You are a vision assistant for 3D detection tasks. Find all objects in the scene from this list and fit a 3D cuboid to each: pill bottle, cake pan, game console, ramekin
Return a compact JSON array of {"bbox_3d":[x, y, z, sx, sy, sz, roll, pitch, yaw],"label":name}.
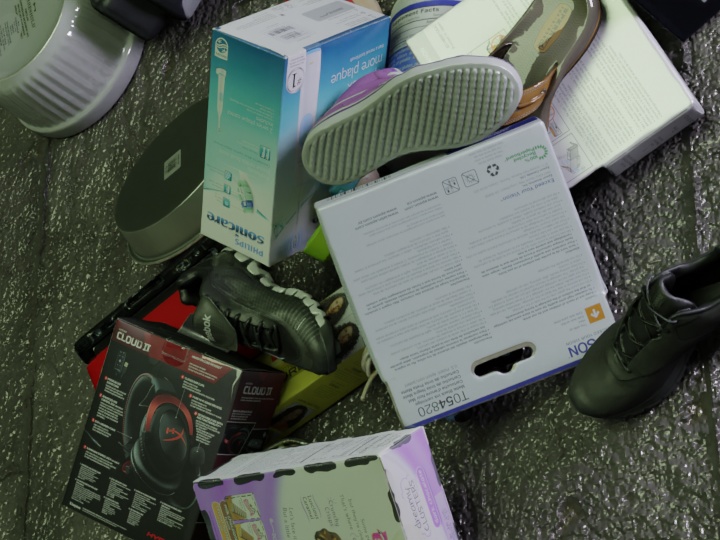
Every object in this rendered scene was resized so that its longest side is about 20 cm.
[{"bbox_3d":[0.078,-0.186,1.684,0.112,0.112,0.201,-13,61,36],"label":"pill bottle"},{"bbox_3d":[-0.170,-0.096,1.860,0.200,0.037,0.201,-35,31,25],"label":"cake pan"},{"bbox_3d":[-0.160,0.053,1.800,0.200,0.172,0.119,-37,92,21],"label":"game console"},{"bbox_3d":[-0.341,-0.256,2.083,0.200,0.105,0.201,-18,59,33],"label":"ramekin"}]

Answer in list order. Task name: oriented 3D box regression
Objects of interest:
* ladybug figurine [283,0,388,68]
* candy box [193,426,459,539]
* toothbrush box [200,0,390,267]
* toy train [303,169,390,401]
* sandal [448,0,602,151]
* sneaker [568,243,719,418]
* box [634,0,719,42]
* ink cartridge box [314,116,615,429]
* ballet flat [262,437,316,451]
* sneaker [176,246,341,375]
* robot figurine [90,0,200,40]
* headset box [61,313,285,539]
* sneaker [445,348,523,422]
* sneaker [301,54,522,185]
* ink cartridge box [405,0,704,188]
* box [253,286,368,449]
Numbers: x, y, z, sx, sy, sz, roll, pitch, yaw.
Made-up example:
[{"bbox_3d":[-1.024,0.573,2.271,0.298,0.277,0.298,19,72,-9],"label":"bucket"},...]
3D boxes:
[{"bbox_3d":[-0.033,-0.209,1.778,0.200,0.072,0.136,-145,58,-62],"label":"ladybug figurine"},{"bbox_3d":[-0.019,0.227,1.537,0.200,0.071,0.168,-12,99,36],"label":"candy box"},{"bbox_3d":[-0.058,-0.125,1.654,0.085,0.146,0.200,26,124,30],"label":"toothbrush box"},{"bbox_3d":[0.000,0.000,1.610,0.200,0.116,0.085,-60,6,-30],"label":"toy train"},{"bbox_3d":[0.131,-0.153,1.548,0.082,0.055,0.200,33,94,23],"label":"sandal"},{"bbox_3d":[0.232,0.039,1.455,0.200,0.091,0.076,-43,58,19],"label":"sneaker"},{"bbox_3d":[0.260,-0.321,1.599,0.148,0.104,0.200,-42,49,18],"label":"box"},{"bbox_3d":[0.088,0.003,1.529,0.199,0.200,0.041,-21,9,2],"label":"ink cartridge box"},{"bbox_3d":[-0.019,0.191,1.613,0.200,0.072,0.072,17,81,44],"label":"ballet flat"},{"bbox_3d":[-0.094,0.043,1.622,0.090,0.067,0.200,-22,37,-25],"label":"sneaker"},{"bbox_3d":[-0.205,-0.346,1.994,0.150,0.125,0.200,33,93,26],"label":"robot figurine"},{"bbox_3d":[-0.163,0.140,1.681,0.148,0.075,0.201,19,95,30],"label":"headset box"},{"bbox_3d":[0.108,0.040,1.591,0.090,0.078,0.200,29,91,24],"label":"sneaker"},{"bbox_3d":[0.049,-0.146,1.545,0.200,0.073,0.114,-16,25,29],"label":"sneaker"},{"bbox_3d":[0.161,-0.164,1.592,0.176,0.045,0.200,-35,70,13],"label":"ink cartridge box"},{"bbox_3d":[-0.057,0.092,1.705,0.200,0.050,0.075,-35,52,24],"label":"box"}]
